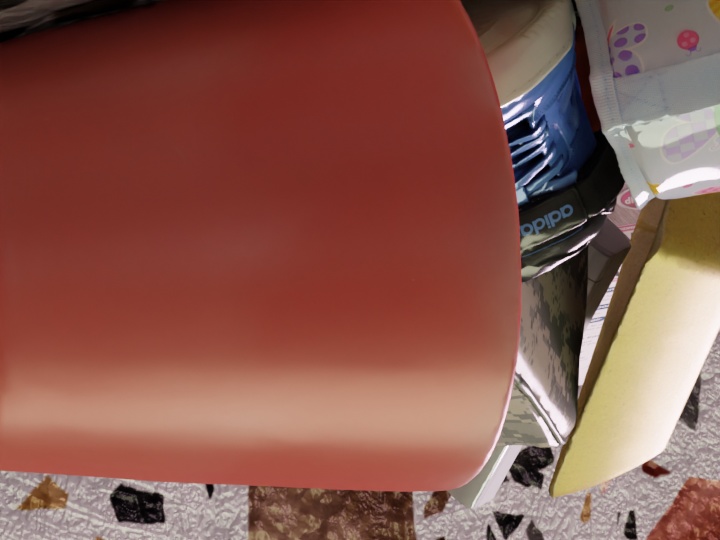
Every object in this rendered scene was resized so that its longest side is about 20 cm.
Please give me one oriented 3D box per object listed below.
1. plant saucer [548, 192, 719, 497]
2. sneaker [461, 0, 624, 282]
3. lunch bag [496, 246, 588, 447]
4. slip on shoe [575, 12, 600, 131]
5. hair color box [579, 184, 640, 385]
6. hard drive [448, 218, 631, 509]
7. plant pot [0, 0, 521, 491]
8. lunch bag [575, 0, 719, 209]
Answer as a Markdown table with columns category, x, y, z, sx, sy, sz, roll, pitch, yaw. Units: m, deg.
| category | x | y | z | sx | sy | sz | roll | pitch | yaw |
| --- | --- | --- | --- | --- | --- | --- | --- | --- | --- |
| plant saucer | 0.158 | -0.010 | 1.418 | 0.048 | 0.200 | 0.200 | 20 | 139 | 2 |
| sneaker | 0.062 | -0.048 | 1.153 | 0.077 | 0.111 | 0.200 | -19 | -171 | 4 |
| lunch bag | 0.003 | -0.006 | 1.351 | 0.168 | 0.139 | 0.200 | -2 | 157 | 18 |
| slip on shoe | 0.066 | -0.076 | 1.413 | 0.061 | 0.074 | 0.200 | -10 | 178 | -36 |
| hair color box | 0.108 | 0.011 | 1.711 | 0.100 | 0.061 | 0.200 | -10 | 159 | -18 |
| hard drive | 0.054 | 0.016 | 1.548 | 0.027 | 0.132 | 0.200 | -25 | 151 | -41 |
| plant pot | -0.060 | -0.010 | 1.036 | 0.177 | 0.201 | 0.200 | -6 | 173 | -18 |
| lunch bag | 0.175 | -0.098 | 1.139 | 0.169 | 0.127 | 0.200 | -15 | -174 | 12 |
